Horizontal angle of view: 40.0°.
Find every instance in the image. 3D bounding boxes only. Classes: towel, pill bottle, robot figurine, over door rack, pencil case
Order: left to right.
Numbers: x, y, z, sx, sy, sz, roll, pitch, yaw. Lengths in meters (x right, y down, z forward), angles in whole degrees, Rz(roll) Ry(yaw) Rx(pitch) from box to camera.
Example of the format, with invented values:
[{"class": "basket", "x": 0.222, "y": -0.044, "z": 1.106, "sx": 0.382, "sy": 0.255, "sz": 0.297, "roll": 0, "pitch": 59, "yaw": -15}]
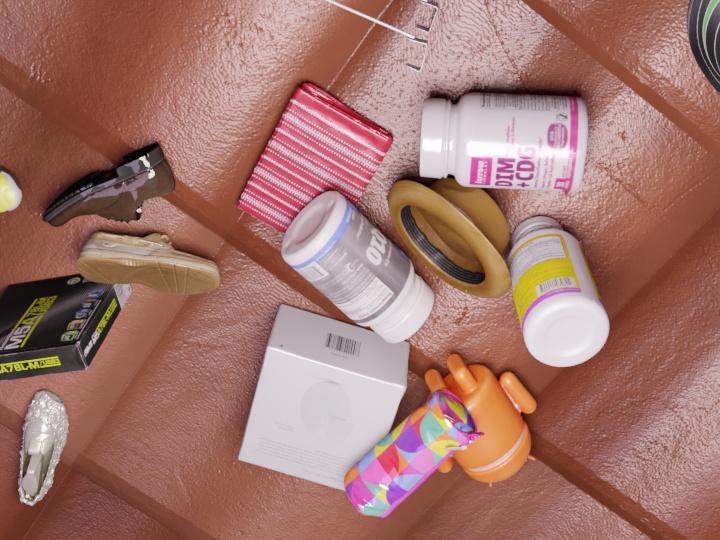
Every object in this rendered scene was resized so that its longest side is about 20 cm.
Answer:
[{"class": "towel", "x": -0.061, "y": -0.132, "z": 1.304, "sx": 0.143, "sy": 0.023, "sz": 0.201, "roll": 28, "pitch": 118, "yaw": -10}, {"class": "pill bottle", "x": 0.000, "y": 0.000, "z": 1.303, "sx": 0.113, "sy": 0.115, "sz": 0.200, "roll": -37, "pitch": 118, "yaw": 22}, {"class": "over door rack", "x": 0.008, "y": -0.329, "z": 1.127, "sx": 0.198, "sy": 0.149, "sz": 0.067, "roll": 32, "pitch": 122, "yaw": -9}, {"class": "pencil case", "x": 0.067, "y": 0.246, "z": 1.313, "sx": 0.088, "sy": 0.089, "sz": 0.200, "roll": 41, "pitch": 111, "yaw": -14}, {"class": "robot figurine", "x": 0.166, "y": 0.217, "z": 1.399, "sx": 0.116, "sy": 0.144, "sz": 0.201, "roll": -11, "pitch": 121, "yaw": 51}, {"class": "pill bottle", "x": 0.173, "y": -0.158, "z": 1.210, "sx": 0.196, "sy": 0.114, "sz": 0.115, "roll": 3, "pitch": 117, "yaw": 6}, {"class": "pill bottle", "x": 0.240, "y": 0.018, "z": 1.236, "sx": 0.102, "sy": 0.202, "sz": 0.106, "roll": -1, "pitch": 126, "yaw": -1}]

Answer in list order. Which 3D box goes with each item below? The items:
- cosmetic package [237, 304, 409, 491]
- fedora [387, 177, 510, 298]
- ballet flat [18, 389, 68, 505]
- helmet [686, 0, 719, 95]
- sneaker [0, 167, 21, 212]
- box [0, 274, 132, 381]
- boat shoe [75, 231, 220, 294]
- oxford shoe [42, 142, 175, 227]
[{"class": "cosmetic package", "x": -0.052, "y": 0.185, "z": 1.405, "sx": 0.196, "sy": 0.123, "sz": 0.203, "roll": 17, "pitch": 117, "yaw": -3}, {"class": "fedora", "x": 0.127, "y": -0.056, "z": 1.267, "sx": 0.082, "sy": 0.200, "sz": 0.201, "roll": -46, "pitch": 108, "yaw": -21}, {"class": "ballet flat", "x": -0.500, "y": 0.285, "z": 1.544, "sx": 0.070, "sy": 0.072, "sz": 0.203, "roll": 15, "pitch": 117, "yaw": -1}, {"class": "helmet", "x": 0.454, "y": -0.283, "z": 1.070, "sx": 0.197, "sy": 0.200, "sz": 0.194, "roll": -21, "pitch": 98, "yaw": 16}, {"class": "sneaker", "x": -0.562, "y": -0.114, "z": 1.344, "sx": 0.196, "sy": 0.077, "sz": 0.077, "roll": 12, "pitch": 116, "yaw": -1}, {"class": "box", "x": -0.432, "y": 0.074, "z": 1.353, "sx": 0.189, "sy": 0.201, "sz": 0.048, "roll": -6, "pitch": 119, "yaw": 11}, {"class": "boat shoe", "x": -0.287, "y": -0.019, "z": 1.360, "sx": 0.196, "sy": 0.070, "sz": 0.074, "roll": 9, "pitch": 142, "yaw": -3}, {"class": "oxford shoe", "x": -0.339, "y": -0.092, "z": 1.330, "sx": 0.197, "sy": 0.073, "sz": 0.085, "roll": -20, "pitch": 115, "yaw": 16}]
